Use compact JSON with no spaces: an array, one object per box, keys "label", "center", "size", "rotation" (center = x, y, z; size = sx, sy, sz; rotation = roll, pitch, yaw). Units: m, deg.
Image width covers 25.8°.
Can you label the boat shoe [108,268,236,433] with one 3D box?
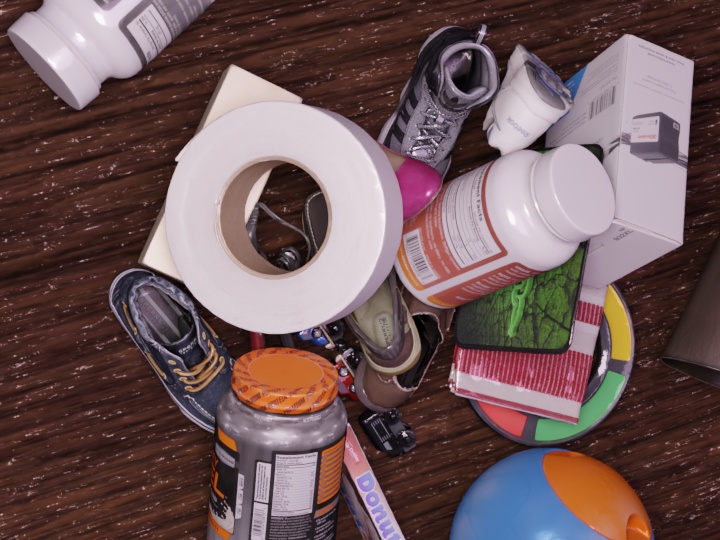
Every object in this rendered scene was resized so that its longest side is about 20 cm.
[{"label":"boat shoe","center":[-0.157,0.084,1.457],"size":[0.071,0.091,0.200],"rotation":[-43,105,-11]}]

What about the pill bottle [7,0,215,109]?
[{"label":"pill bottle","center":[-0.210,-0.246,1.405],"size":[0.200,0.116,0.116],"rotation":[-44,106,-11]}]

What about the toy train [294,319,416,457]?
[{"label":"toy train","center":[-0.012,0.101,1.540],"size":[0.046,0.034,0.200],"rotation":[-33,104,-3]}]

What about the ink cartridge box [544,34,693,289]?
[{"label":"ink cartridge box","center":[0.244,-0.101,1.520],"size":[0.083,0.145,0.201],"rotation":[18,64,-20]}]

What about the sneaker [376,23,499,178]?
[{"label":"sneaker","center":[0.072,-0.146,1.506],"size":[0.075,0.114,0.201],"rotation":[21,86,-12]}]

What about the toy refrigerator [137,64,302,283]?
[{"label":"toy refrigerator","center":[-0.132,-0.083,1.469],"size":[0.076,0.070,0.201],"rotation":[24,85,-11]}]

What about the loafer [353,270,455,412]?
[{"label":"loafer","center":[0.063,0.046,1.525],"size":[0.073,0.071,0.201],"rotation":[29,69,-25]}]

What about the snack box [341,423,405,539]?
[{"label":"snack box","center":[0.010,0.234,1.534],"size":[0.024,0.072,0.201],"rotation":[-28,102,-16]}]

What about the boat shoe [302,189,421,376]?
[{"label":"boat shoe","center":[-0.001,0.001,1.473],"size":[0.072,0.066,0.201],"rotation":[-24,67,-2]}]

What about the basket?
[{"label":"basket","center":[0.418,0.025,1.632],"size":[0.180,0.136,0.201],"rotation":[20,83,-23]}]

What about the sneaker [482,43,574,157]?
[{"label":"sneaker","center":[0.151,-0.160,1.505],"size":[0.074,0.200,0.087],"rotation":[41,105,-2]}]

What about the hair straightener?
[{"label":"hair straightener","center":[-0.071,0.027,1.476],"size":[0.077,0.041,0.201],"rotation":[-12,116,-11]}]

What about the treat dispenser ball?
[{"label":"treat dispenser ball","center":[0.185,0.274,1.529],"size":[0.200,0.201,0.202],"rotation":[-1,94,-19]}]

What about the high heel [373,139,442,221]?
[{"label":"high heel","center":[0.004,-0.100,1.443],"size":[0.096,0.200,0.067],"rotation":[44,85,-23]}]

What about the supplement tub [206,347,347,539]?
[{"label":"supplement tub","center":[-0.076,0.180,1.447],"size":[0.122,0.123,0.201],"rotation":[-2,113,-19]}]

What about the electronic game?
[{"label":"electronic game","center":[0.189,0.079,1.601],"size":[0.199,0.042,0.201],"rotation":[-1,94,-19]}]

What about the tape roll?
[{"label":"tape roll","center":[-0.067,-0.047,1.372],"size":[0.202,0.071,0.203],"rotation":[1,93,15]}]

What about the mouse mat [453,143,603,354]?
[{"label":"mouse mat","center":[0.157,-0.021,1.489],"size":[0.008,0.161,0.201],"rotation":[19,78,-36]}]

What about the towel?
[{"label":"towel","center":[0.172,0.041,1.566],"size":[0.144,0.023,0.201],"rotation":[15,83,-15]}]

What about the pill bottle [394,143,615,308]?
[{"label":"pill bottle","center":[0.129,-0.043,1.435],"size":[0.112,0.200,0.113],"rotation":[18,62,-38]}]
